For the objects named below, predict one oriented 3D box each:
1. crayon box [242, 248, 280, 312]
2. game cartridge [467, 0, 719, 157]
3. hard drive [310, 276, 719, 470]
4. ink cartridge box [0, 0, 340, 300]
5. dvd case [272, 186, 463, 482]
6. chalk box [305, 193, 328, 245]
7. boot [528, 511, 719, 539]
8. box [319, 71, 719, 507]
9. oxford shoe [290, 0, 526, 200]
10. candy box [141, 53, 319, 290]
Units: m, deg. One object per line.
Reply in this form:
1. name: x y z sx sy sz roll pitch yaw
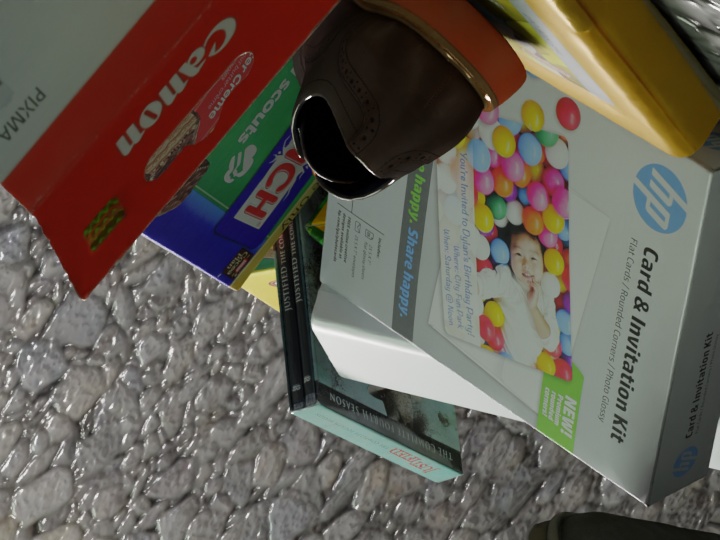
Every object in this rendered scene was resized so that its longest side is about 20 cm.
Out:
1. crayon box: 0.038 -0.017 1.511 0.199 0.058 0.173 -9 164 15
2. game cartridge: 0.022 -0.119 0.849 0.176 0.032 0.200 34 180 31
3. hard drive: 0.083 0.050 1.150 0.199 0.026 0.132 14 169 9
4. ink cartridge box: -0.104 -0.104 0.974 0.050 0.162 0.200 35 -169 -36
5. dvd case: 0.000 0.000 1.319 0.146 0.022 0.200 31 -133 -52
6. chalk box: 0.094 -0.008 1.292 0.124 0.125 0.200 34 178 40
7. boot: 0.183 0.094 0.949 0.182 0.200 0.073 22 -133 -54
8. box: 0.068 -0.021 1.012 0.041 0.156 0.200 -22 -137 -38
9. oxford shoe: -0.004 -0.068 0.935 0.071 0.073 0.200 44 174 -10
10. candy box: -0.069 -0.095 1.183 0.077 0.169 0.200 37 -179 23
